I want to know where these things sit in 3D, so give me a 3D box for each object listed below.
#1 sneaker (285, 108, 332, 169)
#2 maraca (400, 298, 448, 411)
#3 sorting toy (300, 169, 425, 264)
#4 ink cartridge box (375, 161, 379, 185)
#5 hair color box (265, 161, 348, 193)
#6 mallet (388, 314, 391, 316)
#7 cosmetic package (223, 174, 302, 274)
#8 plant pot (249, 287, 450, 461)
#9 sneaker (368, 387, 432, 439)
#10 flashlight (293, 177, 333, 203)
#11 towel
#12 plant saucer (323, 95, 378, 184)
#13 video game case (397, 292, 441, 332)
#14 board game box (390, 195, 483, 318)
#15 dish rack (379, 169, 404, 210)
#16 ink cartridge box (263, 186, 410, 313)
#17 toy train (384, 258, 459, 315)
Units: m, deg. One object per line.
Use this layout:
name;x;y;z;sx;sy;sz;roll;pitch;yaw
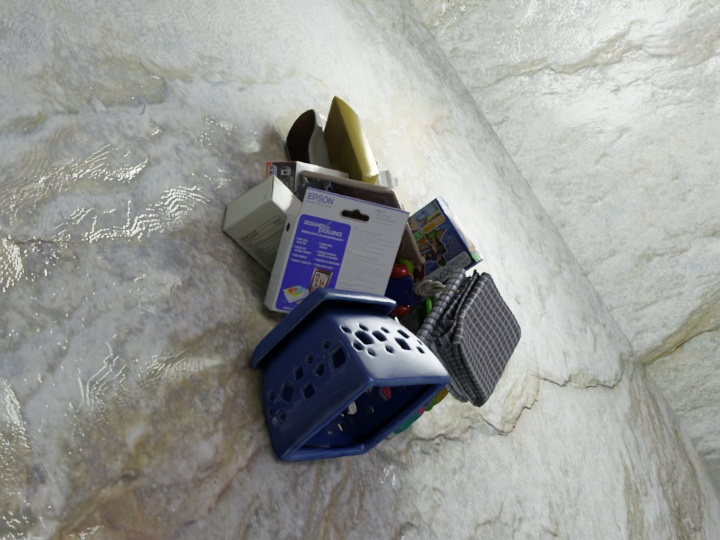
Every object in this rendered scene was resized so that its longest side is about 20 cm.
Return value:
sneaker;-0.094;-0.216;1.969;0.085;0.073;0.201;41;39;-43
maraca;0.118;0.152;1.829;0.137;0.107;0.201;-131;-138;-65
sorting toy;0.009;-0.095;1.729;0.037;0.185;0.200;-57;142;-23
ink cartridge box;0.010;-0.215;2.044;0.146;0.048;0.201;-108;-165;-82
hair color box;-0.092;-0.126;1.801;0.200;0.064;0.111;3;89;-66
mallet;0.000;0.000;1.879;0.200;0.041;0.066;47;22;-22
cosmetic package;-0.115;-0.048;1.649;0.200;0.105;0.071;47;26;-32
plant pot;-0.027;0.140;1.459;0.200;0.200;0.180;8;46;-51
sneaker;0.065;0.169;1.733;0.084;0.121;0.201;28;38;-52
flashlight;-0.067;-0.063;1.724;0.068;0.068;0.200;-59;149;-32
towel;0.193;0.114;1.753;0.166;0.085;0.200;-57;136;-26
plant saucer;-0.021;-0.194;1.943;0.048;0.200;0.201;-7;60;-19
video game case;0.104;0.053;1.925;0.023;0.200;0.183;-21;77;-22
board game box;0.101;-0.022;1.810;0.136;0.200;0.034;58;31;5
dish rack;0.066;-0.102;2.071;0.200;0.043;0.172;-98;180;-59
ink cartridge box;-0.036;-0.020;1.609;0.198;0.201;0.043;12;10;-33
toy train;0.074;0.016;1.752;0.116;0.199;0.085;-67;157;-65
